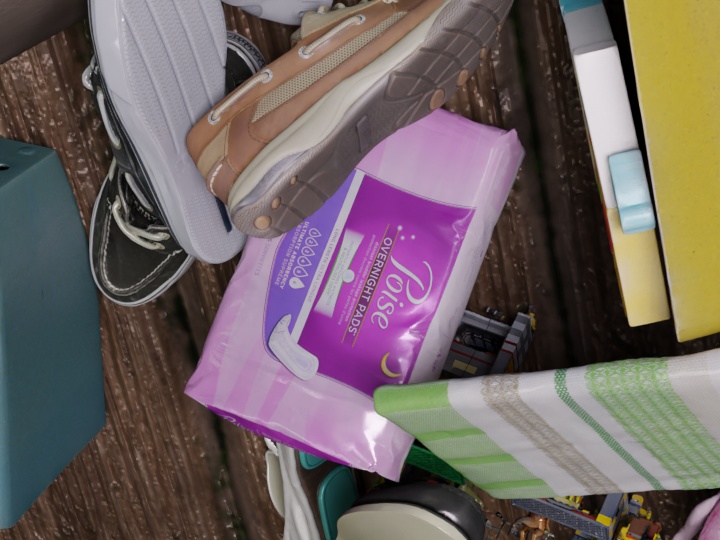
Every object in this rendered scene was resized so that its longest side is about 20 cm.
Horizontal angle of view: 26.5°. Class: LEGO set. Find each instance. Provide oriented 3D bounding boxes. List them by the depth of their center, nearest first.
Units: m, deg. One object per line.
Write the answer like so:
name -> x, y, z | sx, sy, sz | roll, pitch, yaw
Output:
LEGO set -> 0.099, 0.091, 0.887 | 0.199, 0.116, 0.154 | 16, 154, 27

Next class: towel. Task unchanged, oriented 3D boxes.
towel -> 0.124, 0.069, 0.715 | 0.198, 0.031, 0.149 | -7, 152, 26

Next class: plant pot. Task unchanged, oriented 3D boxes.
plant pot -> 0.204, -0.114, 0.669 | 0.175, 0.200, 0.202 | -9, 116, 11
plant pot -> -0.247, 0.023, 0.943 | 0.140, 0.141, 0.202 | 11, 115, 13

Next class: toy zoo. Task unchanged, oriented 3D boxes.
toy zoo -> 0.116, -0.064, 0.715 | 0.020, 0.200, 0.132 | -12, 116, 9

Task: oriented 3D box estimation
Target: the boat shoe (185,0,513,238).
boat shoe -> -0.003, -0.103, 0.758 | 0.072, 0.200, 0.076 | 43, 160, 19

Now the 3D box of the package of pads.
package of pads -> 0.000, 0.000, 0.814 | 0.120, 0.076, 0.202 | 20, 83, 12

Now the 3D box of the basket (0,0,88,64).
basket -> -0.184, -0.176, 0.759 | 0.179, 0.200, 0.137 | 14, 123, 13

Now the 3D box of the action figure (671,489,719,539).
action figure -> 0.221, 0.104, 0.822 | 0.148, 0.134, 0.201 | 1, 129, 21

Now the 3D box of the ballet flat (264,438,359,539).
ballet flat -> -0.036, 0.111, 0.962 | 0.069, 0.070, 0.202 | 6, 122, 17

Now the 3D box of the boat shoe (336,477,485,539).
boat shoe -> 0.029, 0.141, 0.838 | 0.073, 0.063, 0.202 | 37, 160, 3

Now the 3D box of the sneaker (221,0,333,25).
sneaker -> -0.010, -0.192, 0.761 | 0.198, 0.076, 0.115 | -15, 151, -2

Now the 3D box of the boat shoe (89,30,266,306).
boat shoe -> -0.119, -0.049, 0.892 | 0.070, 0.064, 0.201 | 30, 125, 1

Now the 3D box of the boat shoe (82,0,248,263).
boat shoe -> -0.108, -0.088, 0.769 | 0.071, 0.072, 0.201 | 24, 140, 33
